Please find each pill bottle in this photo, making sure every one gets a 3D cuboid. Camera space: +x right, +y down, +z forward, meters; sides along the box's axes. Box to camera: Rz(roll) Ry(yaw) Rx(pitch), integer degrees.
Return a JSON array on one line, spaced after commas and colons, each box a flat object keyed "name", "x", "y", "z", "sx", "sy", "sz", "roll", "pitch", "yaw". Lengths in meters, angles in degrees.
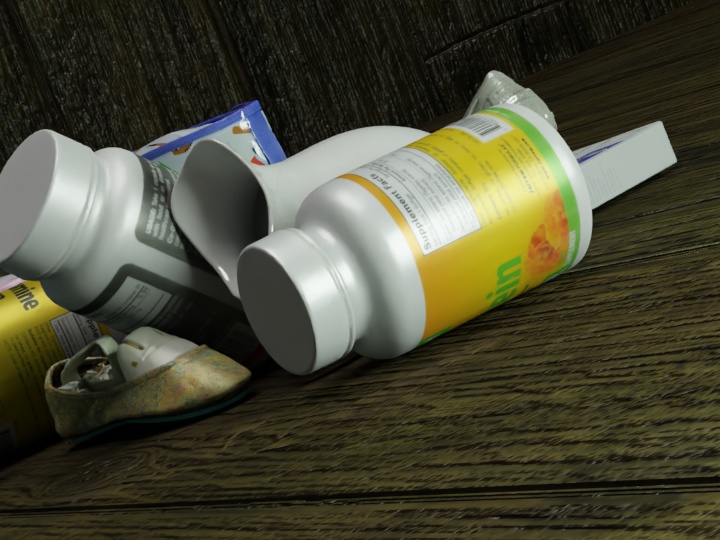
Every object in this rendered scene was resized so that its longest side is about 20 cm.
[{"name": "pill bottle", "x": -0.230, "y": 0.061, "z": 1.727, "sx": 0.199, "sy": 0.113, "sz": 0.112, "roll": -24, "pitch": 6, "yaw": -18}, {"name": "pill bottle", "x": 0.030, "y": -0.015, "z": 1.398, "sx": 0.199, "sy": 0.112, "sz": 0.111, "roll": -26, "pitch": 6, "yaw": -27}, {"name": "pill bottle", "x": -0.145, "y": -0.014, "z": 1.575, "sx": 0.199, "sy": 0.115, "sz": 0.114, "roll": 25, "pitch": -23, "yaw": -30}]

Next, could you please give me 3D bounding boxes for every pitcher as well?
[{"name": "pitcher", "x": -0.002, "y": -0.013, "z": 1.529, "sx": 0.199, "sy": 0.172, "sz": 0.121, "roll": -3, "pitch": -34, "yaw": -37}]

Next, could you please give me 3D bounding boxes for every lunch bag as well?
[{"name": "lunch bag", "x": -0.125, "y": -0.043, "z": 2.030, "sx": 0.199, "sy": 0.171, "sz": 0.124, "roll": -21, "pitch": 9, "yaw": 39}]

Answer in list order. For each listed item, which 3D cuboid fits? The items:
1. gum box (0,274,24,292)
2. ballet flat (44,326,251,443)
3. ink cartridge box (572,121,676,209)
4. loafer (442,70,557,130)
[{"name": "gum box", "x": -0.281, "y": 0.064, "z": 1.900, "sx": 0.066, "sy": 0.114, "sz": 0.200, "roll": -25, "pitch": 6, "yaw": -28}, {"name": "ballet flat", "x": -0.148, "y": 0.071, "z": 1.551, "sx": 0.070, "sy": 0.071, "sz": 0.199, "roll": -27, "pitch": 7, "yaw": -38}, {"name": "ink cartridge box", "x": 0.137, "y": -0.053, "z": 1.728, "sx": 0.199, "sy": 0.039, "sz": 0.099, "roll": -26, "pitch": 6, "yaw": -42}, {"name": "loafer", "x": 0.088, "y": -0.083, "z": 1.809, "sx": 0.070, "sy": 0.070, "sz": 0.200, "roll": -30, "pitch": -15, "yaw": -34}]
